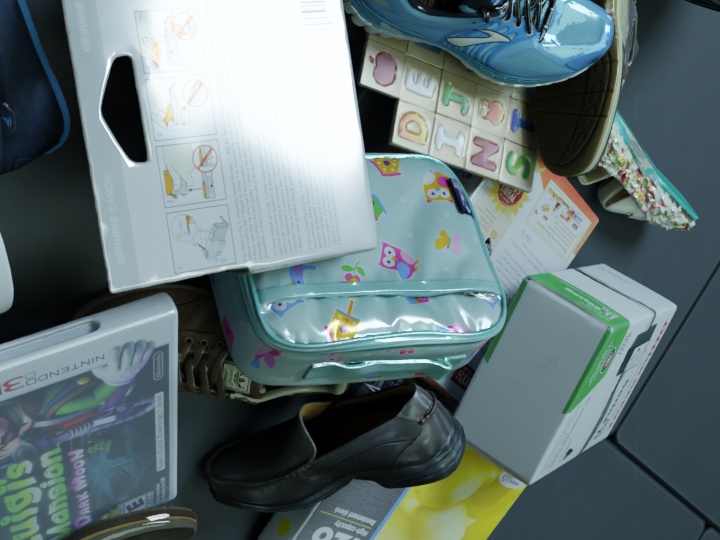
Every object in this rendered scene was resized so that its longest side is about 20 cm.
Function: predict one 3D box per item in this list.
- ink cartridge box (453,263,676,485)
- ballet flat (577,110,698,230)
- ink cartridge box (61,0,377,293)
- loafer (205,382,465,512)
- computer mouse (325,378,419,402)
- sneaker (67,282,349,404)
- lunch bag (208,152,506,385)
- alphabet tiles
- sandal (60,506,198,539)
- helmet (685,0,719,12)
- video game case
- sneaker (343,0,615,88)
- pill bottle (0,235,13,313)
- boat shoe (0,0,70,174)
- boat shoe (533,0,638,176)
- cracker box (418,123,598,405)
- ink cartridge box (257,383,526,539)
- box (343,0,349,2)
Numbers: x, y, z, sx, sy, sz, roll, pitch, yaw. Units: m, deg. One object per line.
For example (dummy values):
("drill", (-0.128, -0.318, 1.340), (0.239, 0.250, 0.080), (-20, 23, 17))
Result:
("ink cartridge box", (0.173, 0.078, 0.916), (0.200, 0.083, 0.147), (-8, 126, -60))
("ballet flat", (0.226, -0.091, 0.973), (0.064, 0.076, 0.200), (-36, 127, 17))
("ink cartridge box", (-0.084, -0.096, 0.643), (0.173, 0.044, 0.201), (-11, 95, -29))
("loafer", (-0.028, 0.120, 0.792), (0.199, 0.073, 0.072), (-16, 128, 17))
("computer mouse", (-0.030, 0.071, 0.858), (0.200, 0.034, 0.059), (31, 98, -34))
("sneaker", (-0.097, 0.053, 0.751), (0.199, 0.076, 0.071), (2, 110, -27))
("lunch bag", (0.000, 0.000, 0.752), (0.199, 0.161, 0.077), (-3, 147, -26))
("alphabet tiles", (0.089, -0.156, 0.828), (0.199, 0.006, 0.167), (15, 80, -30))
("sandal", (-0.199, 0.213, 0.737), (0.200, 0.055, 0.082), (-14, 157, -36))
("helmet", (0.281, -0.305, 0.844), (0.200, 0.191, 0.200), (-48, 168, -14))
("video game case", (-0.200, 0.114, 0.690), (0.181, 0.023, 0.200), (-19, 141, -26))
("sneaker", (0.089, -0.176, 0.754), (0.199, 0.090, 0.079), (9, 89, -18))
("pill bottle", (-0.295, 0.013, 0.577), (0.200, 0.114, 0.115), (-22, 119, -29))
("boat shoe", (-0.222, -0.138, 0.594), (0.069, 0.084, 0.200), (-43, 125, -30))
("boat shoe", (0.180, -0.167, 0.838), (0.065, 0.073, 0.201), (11, 87, -48))
("cracker box", (0.092, -0.006, 0.898), (0.134, 0.058, 0.200), (43, 78, -38))
("ink cartridge box", (0.023, 0.209, 0.911), (0.197, 0.047, 0.200), (27, 99, -40))
("box", (-0.081, -0.263, 0.678), (0.158, 0.048, 0.201), (-13, 114, -33))
